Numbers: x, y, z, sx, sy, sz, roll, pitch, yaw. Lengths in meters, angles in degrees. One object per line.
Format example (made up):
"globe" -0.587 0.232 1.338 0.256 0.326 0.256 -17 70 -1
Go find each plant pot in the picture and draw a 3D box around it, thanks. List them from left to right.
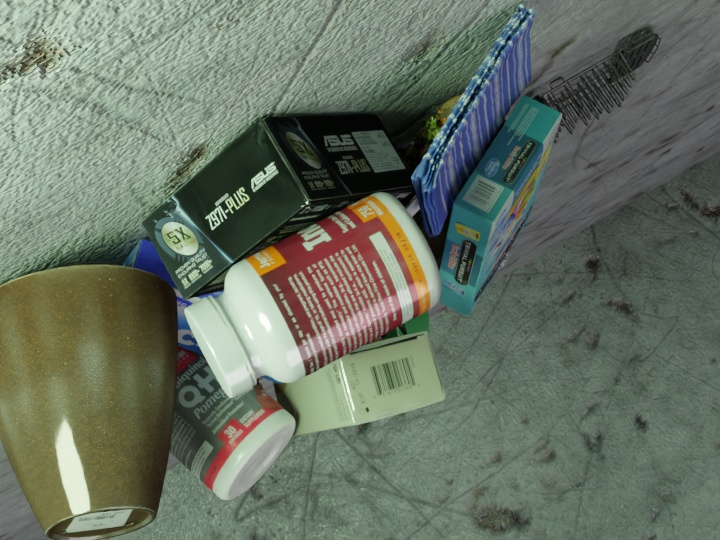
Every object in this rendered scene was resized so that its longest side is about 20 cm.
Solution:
"plant pot" -0.239 0.126 1.011 0.187 0.200 0.187 -11 154 -5

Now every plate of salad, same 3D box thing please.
"plate of salad" 0.066 -0.120 1.184 0.200 0.048 0.200 -54 -173 10

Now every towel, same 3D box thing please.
"towel" 0.111 -0.134 1.080 0.200 0.024 0.145 -58 164 -12

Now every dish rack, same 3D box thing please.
"dish rack" 0.288 -0.218 1.439 0.200 0.055 0.153 -30 172 -1

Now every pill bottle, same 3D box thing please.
"pill bottle" -0.174 0.132 1.190 0.111 0.200 0.111 -47 165 -17
"pill bottle" -0.041 0.024 0.982 0.200 0.113 0.113 -28 171 -13

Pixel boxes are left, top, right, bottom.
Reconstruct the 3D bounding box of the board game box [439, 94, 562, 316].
"board game box" 0.140 -0.062 1.204 0.151 0.047 0.200 -56 166 -25

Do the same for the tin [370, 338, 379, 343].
"tin" -0.063 0.059 1.311 0.200 0.112 0.042 -5 -132 42

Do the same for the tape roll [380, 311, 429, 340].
"tape roll" 0.003 0.021 1.374 0.048 0.201 0.200 -25 170 -25

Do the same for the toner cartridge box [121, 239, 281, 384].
"toner cartridge box" -0.143 0.044 1.134 0.200 0.043 0.095 23 141 -20

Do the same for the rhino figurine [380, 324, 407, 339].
"rhino figurine" 0.000 0.000 1.205 0.060 0.200 0.087 -31 141 -9

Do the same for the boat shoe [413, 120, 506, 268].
"boat shoe" 0.099 -0.084 1.257 0.075 0.075 0.202 -157 -88 -81

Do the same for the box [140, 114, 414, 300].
"box" -0.069 -0.062 1.058 0.164 0.086 0.200 -36 169 30

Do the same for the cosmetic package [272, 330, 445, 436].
"cosmetic package" -0.007 0.118 1.173 0.105 0.071 0.200 -13 175 -26

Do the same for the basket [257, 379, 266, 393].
"basket" -0.200 0.137 1.395 0.143 0.149 0.200 -29 -173 -9

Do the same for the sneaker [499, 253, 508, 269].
"sneaker" 0.128 -0.095 1.364 0.075 0.200 0.082 -10 -147 -7
